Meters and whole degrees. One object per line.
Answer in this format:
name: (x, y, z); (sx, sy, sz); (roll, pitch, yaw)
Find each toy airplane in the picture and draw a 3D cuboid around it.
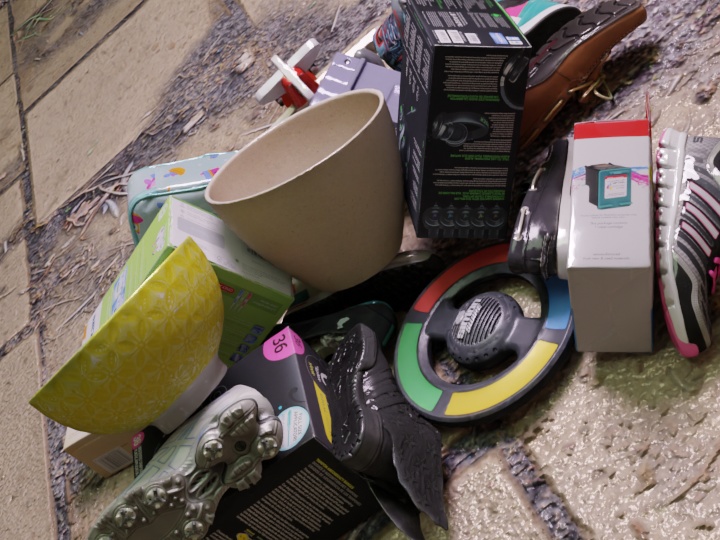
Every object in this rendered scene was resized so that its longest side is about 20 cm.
toy airplane: (-0.054, -0.204, 1.328); (0.199, 0.141, 0.200); (-44, 2, -43)

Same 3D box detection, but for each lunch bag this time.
lunch bag: (-0.164, -0.051, 1.244); (0.197, 0.162, 0.077); (-9, 34, -4)

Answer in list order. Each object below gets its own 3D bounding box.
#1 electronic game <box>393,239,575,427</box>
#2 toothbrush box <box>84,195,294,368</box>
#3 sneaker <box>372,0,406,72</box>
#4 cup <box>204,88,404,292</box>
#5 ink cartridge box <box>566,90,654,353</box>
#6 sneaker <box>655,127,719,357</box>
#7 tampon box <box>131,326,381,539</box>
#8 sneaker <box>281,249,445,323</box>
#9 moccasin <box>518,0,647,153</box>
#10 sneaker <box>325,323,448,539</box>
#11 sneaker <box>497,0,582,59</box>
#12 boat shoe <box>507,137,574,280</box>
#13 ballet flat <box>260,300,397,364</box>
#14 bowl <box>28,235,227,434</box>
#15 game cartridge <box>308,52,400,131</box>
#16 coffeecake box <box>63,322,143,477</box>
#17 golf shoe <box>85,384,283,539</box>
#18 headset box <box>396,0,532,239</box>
electronic game: (0.115, 0.055, 0.991); (0.199, 0.042, 0.201); (-27, 40, 25)
toothbrush box: (-0.181, 0.043, 1.110); (0.201, 0.145, 0.087); (-52, 29, 28)
sneaker: (0.052, -0.259, 1.220); (0.095, 0.200, 0.080); (13, 75, 19)
cup: (-0.034, -0.065, 1.061); (0.199, 0.144, 0.201); (-25, 23, 11)
ink cartridge box: (0.216, -0.045, 0.911); (0.066, 0.117, 0.202); (-1, 51, 16)
sneaker: (0.286, -0.028, 0.871); (0.086, 0.074, 0.202); (-1, 63, 17)
tampon box: (-0.096, 0.185, 1.001); (0.199, 0.126, 0.150); (-36, 37, 12)
sneaker: (0.000, 0.000, 1.133); (0.198, 0.070, 0.094); (-23, 47, 32)
moccasin: (0.220, -0.202, 1.119); (0.201, 0.078, 0.074); (-45, 20, 7)
sneaker: (0.026, 0.139, 0.944); (0.060, 0.104, 0.201); (-46, 24, 27)
sneaker: (0.140, -0.255, 1.206); (0.198, 0.084, 0.121); (-26, 30, -17)
boat shoe: (0.171, -0.061, 0.993); (0.060, 0.074, 0.201); (0, 40, 13)
ballet flat: (-0.051, 0.085, 1.107); (0.198, 0.073, 0.074); (-17, 44, 30)
bowl: (-0.181, 0.077, 0.937); (0.200, 0.108, 0.200); (-45, 8, 8)
game cartridge: (0.039, -0.164, 1.196); (0.198, 0.039, 0.130); (19, 60, 12)
coffeecake box: (-0.263, 0.120, 1.277); (0.153, 0.073, 0.201); (-30, 39, 21)
golf shoe: (-0.151, 0.178, 0.914); (0.199, 0.078, 0.097); (-40, 21, 0)
headset box: (0.092, -0.145, 1.035); (0.092, 0.202, 0.175); (0, 28, -6)
